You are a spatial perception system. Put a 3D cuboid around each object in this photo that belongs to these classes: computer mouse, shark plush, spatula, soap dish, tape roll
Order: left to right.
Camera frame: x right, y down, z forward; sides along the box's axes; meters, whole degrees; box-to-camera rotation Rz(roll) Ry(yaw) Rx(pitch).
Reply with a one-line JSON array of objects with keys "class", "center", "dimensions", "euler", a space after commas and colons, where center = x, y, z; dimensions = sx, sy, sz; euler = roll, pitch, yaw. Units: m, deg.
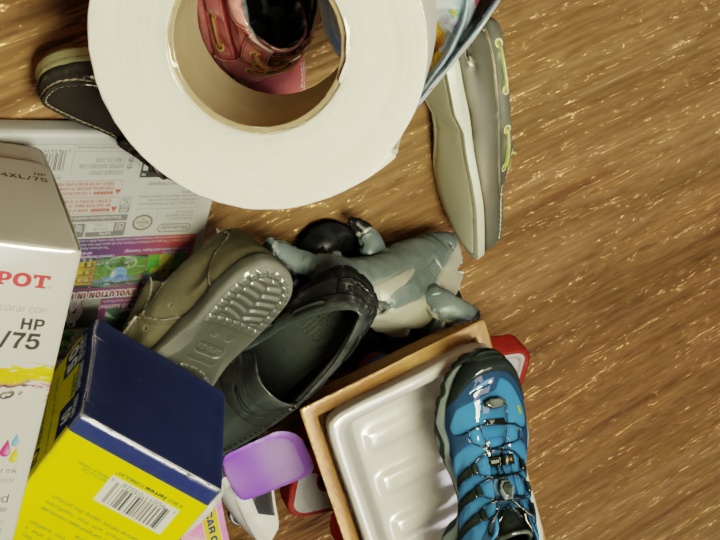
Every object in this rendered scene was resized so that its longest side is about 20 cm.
[{"class": "spatula", "center": [-0.125, 0.182, 1.164], "dimensions": [0.199, 0.021, 0.057], "euler": [-33, 132, -16]}, {"class": "computer mouse", "center": [-0.096, 0.181, 1.246], "dimensions": [0.043, 0.110, 0.202], "euler": [-16, 118, -18]}, {"class": "tape roll", "center": [-0.055, -0.140, 0.917], "dimensions": [0.200, 0.071, 0.205], "euler": [3, 113, 6]}, {"class": "shark plush", "center": [0.000, 0.000, 1.194], "dimensions": [0.198, 0.091, 0.084], "euler": [6, 76, -30]}, {"class": "soap dish", "center": [0.045, 0.152, 1.188], "dimensions": [0.156, 0.081, 0.202], "euler": [-25, 113, -18]}]

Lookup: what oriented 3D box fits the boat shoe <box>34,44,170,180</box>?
[{"class": "boat shoe", "center": [-0.115, -0.091, 1.016], "dimensions": [0.198, 0.066, 0.073], "euler": [13, 154, -27]}]

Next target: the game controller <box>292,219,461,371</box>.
[{"class": "game controller", "center": [0.005, 0.030, 1.261], "dimensions": [0.199, 0.042, 0.105], "euler": [25, 87, -47]}]

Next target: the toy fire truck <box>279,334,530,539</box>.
[{"class": "toy fire truck", "center": [0.033, 0.131, 1.275], "dimensions": [0.198, 0.112, 0.169], "euler": [-5, 124, -26]}]

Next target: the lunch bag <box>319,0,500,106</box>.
[{"class": "lunch bag", "center": [0.049, -0.224, 1.005], "dimensions": [0.170, 0.126, 0.202], "euler": [-61, 156, -48]}]

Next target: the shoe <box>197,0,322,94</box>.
[{"class": "shoe", "center": [-0.064, -0.150, 1.030], "dimensions": [0.071, 0.091, 0.201], "euler": [-33, 135, -15]}]

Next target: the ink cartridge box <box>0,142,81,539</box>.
[{"class": "ink cartridge box", "center": [-0.267, 0.034, 0.935], "dimensions": [0.145, 0.146, 0.202], "euler": [6, 115, -25]}]

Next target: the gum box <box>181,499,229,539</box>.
[{"class": "gum box", "center": [-0.164, 0.225, 1.229], "dimensions": [0.113, 0.066, 0.202], "euler": [-25, 132, -23]}]

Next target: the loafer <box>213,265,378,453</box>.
[{"class": "loafer", "center": [-0.069, 0.074, 1.117], "dimensions": [0.200, 0.070, 0.068], "euler": [-41, 102, 15]}]

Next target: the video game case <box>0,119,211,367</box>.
[{"class": "video game case", "center": [-0.196, -0.016, 1.069], "dimensions": [0.198, 0.023, 0.184], "euler": [-4, 121, -39]}]

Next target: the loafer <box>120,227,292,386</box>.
[{"class": "loafer", "center": [-0.130, 0.046, 1.103], "dimensions": [0.200, 0.070, 0.075], "euler": [-40, 137, 15]}]

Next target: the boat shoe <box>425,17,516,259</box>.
[{"class": "boat shoe", "center": [0.090, -0.099, 1.207], "dimensions": [0.060, 0.072, 0.203], "euler": [-25, 128, -17]}]

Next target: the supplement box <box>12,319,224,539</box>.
[{"class": "supplement box", "center": [-0.190, 0.154, 1.045], "dimensions": [0.109, 0.109, 0.200], "euler": [31, 114, -20]}]

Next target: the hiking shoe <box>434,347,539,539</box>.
[{"class": "hiking shoe", "center": [0.101, 0.156, 1.120], "dimensions": [0.074, 0.087, 0.202], "euler": [-9, 107, -23]}]
